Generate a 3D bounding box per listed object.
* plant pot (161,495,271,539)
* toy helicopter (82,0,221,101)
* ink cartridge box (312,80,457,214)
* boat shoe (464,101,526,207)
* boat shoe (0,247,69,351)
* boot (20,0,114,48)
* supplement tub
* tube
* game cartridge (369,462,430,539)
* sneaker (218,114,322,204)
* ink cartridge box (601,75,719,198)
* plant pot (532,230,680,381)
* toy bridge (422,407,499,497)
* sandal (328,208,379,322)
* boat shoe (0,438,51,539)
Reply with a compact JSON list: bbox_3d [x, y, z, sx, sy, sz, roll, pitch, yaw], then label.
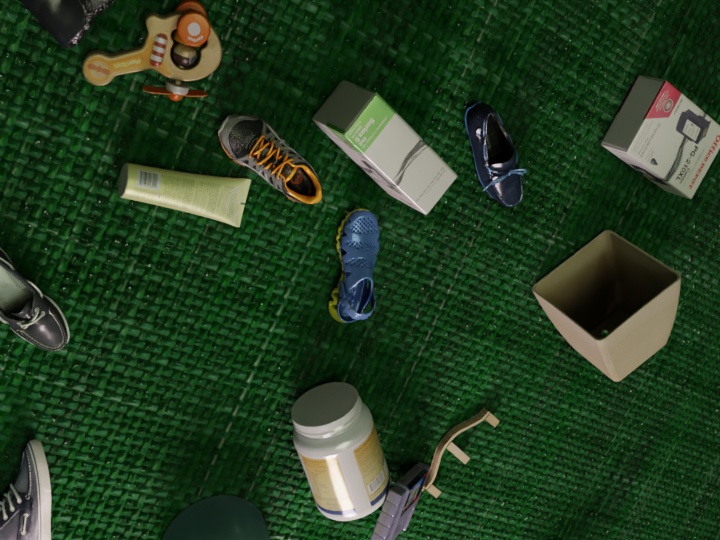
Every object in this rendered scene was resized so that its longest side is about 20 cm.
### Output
[{"bbox_3d":[-0.229,0.513,1.493,0.197,0.161,0.205,-8,110,-21],"label":"plant pot"},{"bbox_3d":[-0.293,-0.295,1.251,0.196,0.079,0.134,-15,122,-8],"label":"toy helicopter"},{"bbox_3d":[0.038,-0.193,1.383,0.199,0.145,0.084,41,89,-29],"label":"ink cartridge box"},{"bbox_3d":[0.233,-0.190,1.519,0.084,0.069,0.201,-38,119,-8],"label":"boat shoe"},{"bbox_3d":[-0.492,0.049,1.269,0.075,0.060,0.201,-41,119,-7],"label":"boat shoe"},{"bbox_3d":[-0.438,-0.353,1.147,0.200,0.076,0.169,-47,116,-11],"label":"boot"},{"bbox_3d":[-0.035,0.311,1.523,0.142,0.144,0.203,-24,116,-15],"label":"supplement tub"},{"bbox_3d":[-0.263,-0.117,1.330,0.197,0.053,0.058,8,145,-30],"label":"tube"},{"bbox_3d":[0.074,0.431,1.607,0.132,0.038,0.199,-66,163,11],"label":"game cartridge"},{"bbox_3d":[-0.130,-0.169,1.354,0.199,0.077,0.079,34,93,-29],"label":"sneaker"},{"bbox_3d":[0.570,-0.247,1.647,0.198,0.084,0.147,26,96,-29],"label":"ink cartridge box"},{"bbox_3d":[0.475,0.082,1.665,0.199,0.200,0.178,-36,130,-9],"label":"plant pot"},{"bbox_3d":[0.182,0.346,1.703,0.067,0.027,0.201,42,88,-28],"label":"toy bridge"},{"bbox_3d":[0.000,0.000,1.468,0.078,0.087,0.204,-2,106,-22],"label":"sandal"},{"bbox_3d":[-0.526,0.359,1.350,0.091,0.074,0.204,-6,111,-31],"label":"boat shoe"}]
